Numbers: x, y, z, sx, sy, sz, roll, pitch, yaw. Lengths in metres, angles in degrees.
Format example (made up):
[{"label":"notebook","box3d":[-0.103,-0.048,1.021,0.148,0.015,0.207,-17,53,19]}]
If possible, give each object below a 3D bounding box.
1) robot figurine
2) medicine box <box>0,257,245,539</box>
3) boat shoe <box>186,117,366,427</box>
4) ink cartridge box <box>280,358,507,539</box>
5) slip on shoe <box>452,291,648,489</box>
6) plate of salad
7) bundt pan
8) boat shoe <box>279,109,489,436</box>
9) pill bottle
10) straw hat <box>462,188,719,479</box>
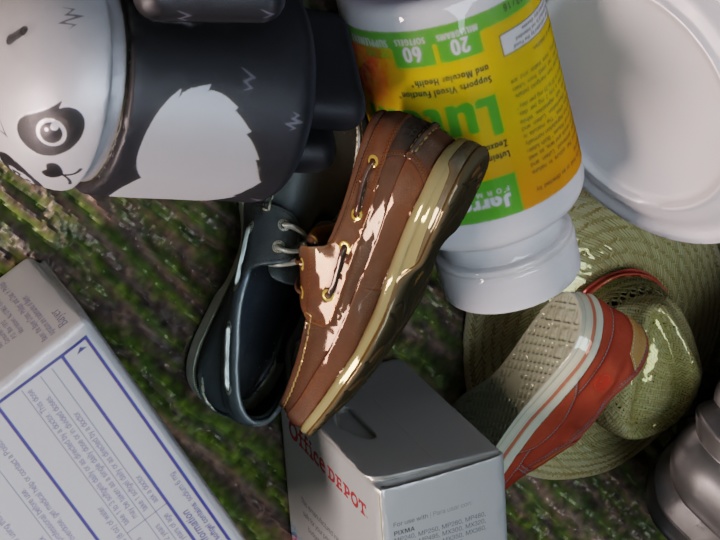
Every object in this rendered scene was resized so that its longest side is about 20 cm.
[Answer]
[{"label":"robot figurine","box3d":[-0.100,-0.096,1.229,0.199,0.125,0.151,2,110,-26]},{"label":"medicine box","box3d":[-0.196,0.130,1.288,0.200,0.103,0.182,-36,121,-8]},{"label":"boat shoe","box3d":[-0.038,-0.005,1.333,0.073,0.062,0.201,16,103,-30]},{"label":"ink cartridge box","box3d":[0.022,0.173,1.385,0.083,0.146,0.201,-13,116,-20]},{"label":"slip on shoe","box3d":[0.100,0.088,1.393,0.061,0.074,0.200,16,133,-24]},{"label":"plate of salad","box3d":[0.163,-0.106,1.320,0.048,0.200,0.201,-36,124,-34]},{"label":"bundt pan","box3d":[0.243,0.092,1.451,0.076,0.202,0.202,37,92,6]},{"label":"boat shoe","box3d":[0.000,0.000,1.289,0.067,0.072,0.200,32,120,9]},{"label":"pill bottle","box3d":[0.063,-0.081,1.322,0.111,0.111,0.201,-25,119,-15]},{"label":"straw hat","box3d":[0.163,0.052,1.440,0.200,0.085,0.202,-10,114,-22]}]
